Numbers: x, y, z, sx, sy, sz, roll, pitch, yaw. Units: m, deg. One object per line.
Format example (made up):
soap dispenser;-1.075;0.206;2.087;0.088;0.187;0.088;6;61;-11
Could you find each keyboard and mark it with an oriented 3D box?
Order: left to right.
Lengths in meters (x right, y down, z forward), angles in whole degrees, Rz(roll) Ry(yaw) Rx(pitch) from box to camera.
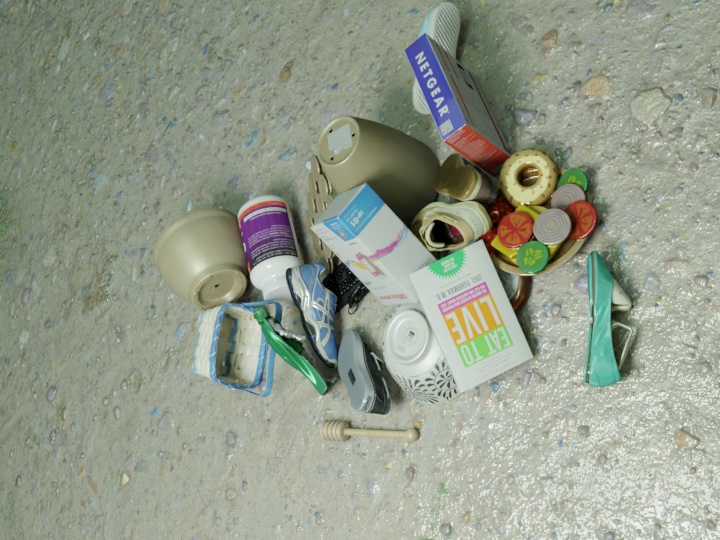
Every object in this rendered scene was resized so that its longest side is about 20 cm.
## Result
keyboard;0.000;0.000;1.613;0.199;0.039;0.105;-42;55;23

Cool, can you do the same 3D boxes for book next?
book;0.176;0.072;1.381;0.131;0.048;0.204;-25;85;2

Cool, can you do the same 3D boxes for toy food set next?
toy food set;0.279;-0.087;1.385;0.197;0.049;0.201;36;87;35

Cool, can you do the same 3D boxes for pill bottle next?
pill bottle;-0.174;-0.040;1.716;0.111;0.111;0.204;-30;60;28

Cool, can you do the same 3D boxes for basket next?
basket;-0.231;0.145;1.691;0.197;0.137;0.181;2;79;47

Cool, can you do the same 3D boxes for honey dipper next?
honey dipper;0.015;0.286;1.524;0.196;0.038;0.039;-4;75;36

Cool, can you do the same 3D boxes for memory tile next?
memory tile;-0.072;-0.104;1.634;0.202;0.016;0.155;101;152;-51

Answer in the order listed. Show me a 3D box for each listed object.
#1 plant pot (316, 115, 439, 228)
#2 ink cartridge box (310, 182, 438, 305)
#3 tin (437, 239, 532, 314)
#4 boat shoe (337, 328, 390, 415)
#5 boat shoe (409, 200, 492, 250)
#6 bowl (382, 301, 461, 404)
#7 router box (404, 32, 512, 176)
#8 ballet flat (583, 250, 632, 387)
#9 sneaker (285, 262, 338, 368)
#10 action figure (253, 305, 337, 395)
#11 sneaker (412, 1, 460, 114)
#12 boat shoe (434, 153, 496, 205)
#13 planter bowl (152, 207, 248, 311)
plant pot;0.015;-0.188;1.538;0.184;0.199;0.192;-15;63;31
ink cartridge box;0.028;-0.038;1.469;0.085;0.200;0.144;-49;13;-17
tin;0.206;-0.009;1.453;0.112;0.042;0.201;-47;53;13
boat shoe;0.011;0.179;1.535;0.075;0.067;0.200;-63;25;20
boat shoe;0.132;-0.068;1.423;0.075;0.066;0.199;58;154;-10
bowl;0.102;0.119;1.463;0.197;0.093;0.206;-13;69;36
router box;0.169;-0.278;1.464;0.048;0.178;0.204;-33;59;25
ballet flat;0.370;0.072;1.291;0.069;0.067;0.205;2;78;13
sneaker;-0.073;0.082;1.604;0.076;0.075;0.204;-177;68;-76
action figure;-0.124;0.142;1.582;0.055;0.118;0.200;-43;84;-17
sneaker;0.134;-0.390;1.608;0.082;0.072;0.205;-155;81;-69
boat shoe;0.176;-0.145;1.465;0.074;0.064;0.201;-58;16;13
planter bowl;-0.306;-0.005;1.754;0.200;0.198;0.136;-45;54;19
